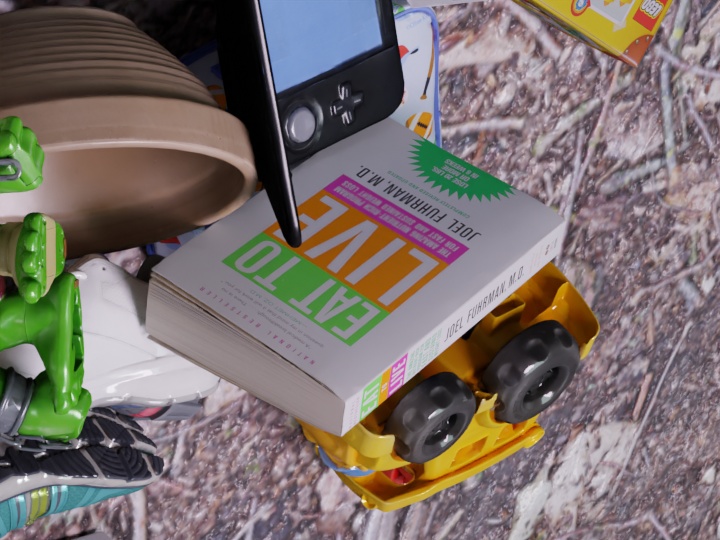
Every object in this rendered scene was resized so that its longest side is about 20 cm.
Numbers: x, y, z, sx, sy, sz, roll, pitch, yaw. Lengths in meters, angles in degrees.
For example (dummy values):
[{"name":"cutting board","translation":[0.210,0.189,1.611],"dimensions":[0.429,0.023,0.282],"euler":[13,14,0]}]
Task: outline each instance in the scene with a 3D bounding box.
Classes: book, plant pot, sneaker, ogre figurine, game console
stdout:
[{"name":"book","translation":[0.000,0.000,1.362],"dimensions":[0.200,0.133,0.048],"euler":[-39,148,-41]},{"name":"plant pot","translation":[-0.155,-0.073,1.284],"dimensions":[0.200,0.200,0.093],"euler":[8,69,-51]},{"name":"sneaker","translation":[-0.161,0.038,1.337],"dimensions":[0.199,0.074,0.088],"euler":[-11,95,-49]},{"name":"sneaker","translation":[-0.201,0.117,1.435],"dimensions":[0.199,0.078,0.080],"euler":[-7,139,-41]},{"name":"ogre figurine","translation":[-0.195,0.010,1.190],"dimensions":[0.200,0.119,0.099],"euler":[78,15,-67]},{"name":"game console","translation":[-0.022,-0.140,1.314],"dimensions":[0.175,0.116,0.201],"euler":[-27,120,-36]}]

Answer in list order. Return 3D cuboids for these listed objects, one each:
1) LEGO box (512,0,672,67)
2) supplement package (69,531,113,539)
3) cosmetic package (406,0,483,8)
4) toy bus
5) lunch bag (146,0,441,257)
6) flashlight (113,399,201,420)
[{"name":"LEGO box","translation":[0.130,-0.231,1.551],"dimensions":[0.200,0.077,0.150],"euler":[23,97,-53]},{"name":"supplement package","translation":[-0.195,0.287,1.479],"dimensions":[0.191,0.147,0.201],"euler":[-9,121,-46]},{"name":"cosmetic package","translation":[0.018,-0.216,1.328],"dimensions":[0.200,0.050,0.083],"euler":[46,44,-62]},{"name":"toy bus","translation":[0.030,0.085,1.633],"dimensions":[0.199,0.136,0.193],"euler":[-24,147,-35]},{"name":"lunch bag","translation":[-0.037,-0.081,1.464],"dimensions":[0.200,0.075,0.161],"euler":[-33,137,-29]},{"name":"flashlight","translation":[-0.168,0.048,1.412],"dimensions":[0.199,0.068,0.068],"euler":[6,118,-51]}]
